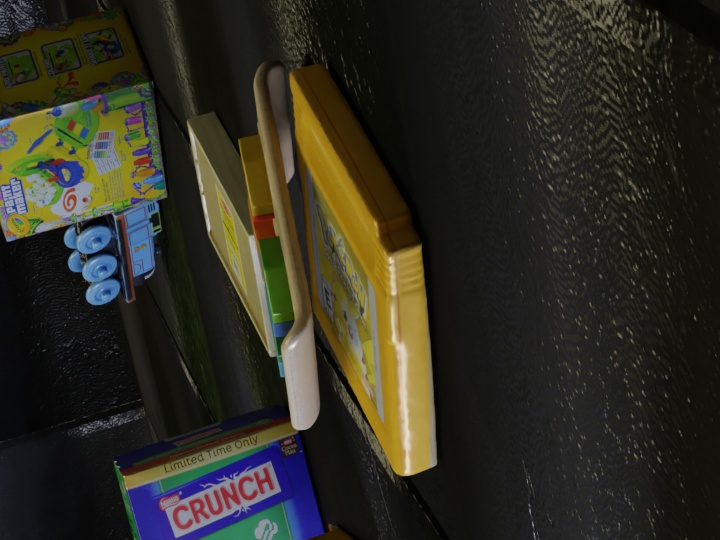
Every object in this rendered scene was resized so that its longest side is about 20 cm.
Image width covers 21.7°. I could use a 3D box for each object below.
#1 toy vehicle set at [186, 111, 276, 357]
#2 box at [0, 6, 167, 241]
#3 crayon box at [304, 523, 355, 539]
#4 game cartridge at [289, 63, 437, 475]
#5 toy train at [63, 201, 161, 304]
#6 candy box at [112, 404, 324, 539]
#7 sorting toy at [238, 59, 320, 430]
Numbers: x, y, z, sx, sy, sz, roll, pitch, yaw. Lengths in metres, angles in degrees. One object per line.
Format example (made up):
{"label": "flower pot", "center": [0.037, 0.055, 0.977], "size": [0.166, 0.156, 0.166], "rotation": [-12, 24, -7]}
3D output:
{"label": "toy vehicle set", "center": [-0.102, -0.033, 1.605], "size": [0.200, 0.026, 0.125], "rotation": [-121, 19, -51]}
{"label": "box", "center": [-0.328, -0.160, 2.077], "size": [0.201, 0.191, 0.123], "rotation": [91, 159, -54]}
{"label": "crayon box", "center": [-0.008, 0.290, 1.549], "size": [0.200, 0.050, 0.128], "rotation": [-175, 68, -78]}
{"label": "game cartridge", "center": [0.000, 0.000, 1.171], "size": [0.177, 0.032, 0.201], "rotation": [-119, 16, -46]}
{"label": "toy train", "center": [-0.301, -0.038, 2.305], "size": [0.087, 0.114, 0.201], "rotation": [56, 161, 32]}
{"label": "candy box", "center": [-0.119, 0.245, 1.713], "size": [0.077, 0.168, 0.202], "rotation": [-162, 56, -72]}
{"label": "sorting toy", "center": [-0.055, -0.012, 1.260], "size": [0.185, 0.036, 0.201], "rotation": [88, 175, -68]}
